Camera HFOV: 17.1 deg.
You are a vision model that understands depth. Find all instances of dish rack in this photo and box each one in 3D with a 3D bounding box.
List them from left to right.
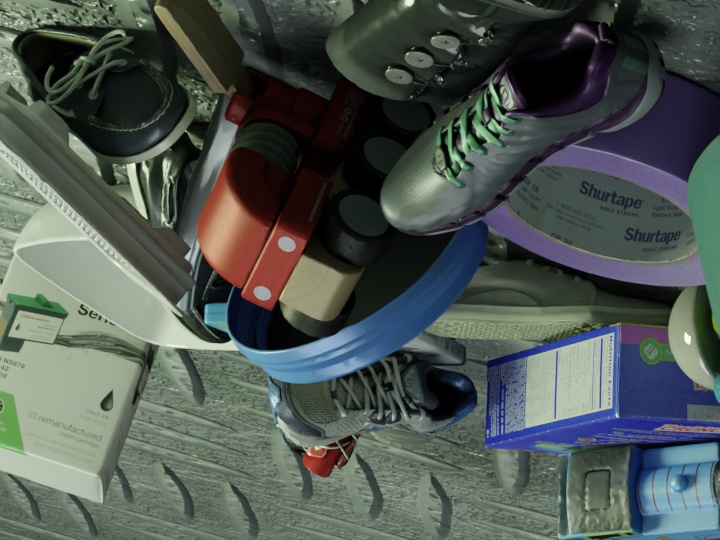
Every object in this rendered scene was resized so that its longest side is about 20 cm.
[{"bbox_3d":[-0.195,-0.059,1.639,0.200,0.044,0.172,46,172,-24],"label":"dish rack"}]

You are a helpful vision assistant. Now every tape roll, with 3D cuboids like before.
[{"bbox_3d":[0.163,-0.062,1.540,0.199,0.066,0.200,16,159,6],"label":"tape roll"}]

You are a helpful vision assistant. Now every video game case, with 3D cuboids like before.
[{"bbox_3d":[-0.016,0.050,1.838,0.142,0.018,0.200,-2,168,21],"label":"video game case"}]

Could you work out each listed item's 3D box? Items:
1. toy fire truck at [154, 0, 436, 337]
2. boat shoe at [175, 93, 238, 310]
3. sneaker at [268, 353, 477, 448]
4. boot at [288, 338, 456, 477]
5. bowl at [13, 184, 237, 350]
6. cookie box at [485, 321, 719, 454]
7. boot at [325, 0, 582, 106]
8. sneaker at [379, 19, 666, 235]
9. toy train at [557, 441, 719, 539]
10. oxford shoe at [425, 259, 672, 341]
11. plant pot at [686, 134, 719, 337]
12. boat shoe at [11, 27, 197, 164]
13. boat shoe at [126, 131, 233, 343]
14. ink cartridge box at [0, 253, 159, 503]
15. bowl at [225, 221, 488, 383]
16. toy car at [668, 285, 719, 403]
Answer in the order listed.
[{"bbox_3d":[-0.063,-0.084,1.550,0.199,0.177,0.129,26,132,-3],"label":"toy fire truck"},{"bbox_3d":[-0.089,-0.044,1.695,0.070,0.072,0.201,17,128,-7],"label":"boat shoe"},{"bbox_3d":[0.013,0.092,1.851,0.085,0.078,0.199,-21,163,41],"label":"sneaker"},{"bbox_3d":[0.009,0.101,1.986,0.072,0.145,0.200,28,157,-19],"label":"boot"},{"bbox_3d":[-0.161,-0.009,1.952,0.199,0.075,0.200,-2,153,44],"label":"bowl"},{"bbox_3d":[0.215,0.095,1.822,0.170,0.076,0.200,6,167,-26],"label":"cookie box"},{"bbox_3d":[0.024,-0.166,1.406,0.164,0.066,0.200,25,164,-13],"label":"boot"},{"bbox_3d":[0.080,-0.092,1.421,0.199,0.075,0.087,-33,154,21],"label":"sneaker"},{"bbox_3d":[0.249,0.174,1.820,0.199,0.087,0.114,-9,161,32],"label":"toy train"},{"bbox_3d":[0.143,0.022,1.797,0.198,0.058,0.075,4,162,-3],"label":"oxford shoe"},{"bbox_3d":[0.295,0.014,1.391,0.199,0.162,0.201,0,148,0],"label":"plant pot"},{"bbox_3d":[-0.178,-0.127,1.628,0.062,0.075,0.200,52,169,-33],"label":"boat shoe"},{"bbox_3d":[-0.115,-0.020,1.797,0.066,0.074,0.200,21,134,43],"label":"boat shoe"},{"bbox_3d":[-0.261,0.082,2.097,0.145,0.201,0.084,17,157,2],"label":"ink cartridge box"},{"bbox_3d":[0.000,0.000,1.648,0.200,0.201,0.039,-3,131,46],"label":"bowl"},{"bbox_3d":[0.312,0.083,1.638,0.174,0.151,0.200,-11,146,39],"label":"toy car"}]
